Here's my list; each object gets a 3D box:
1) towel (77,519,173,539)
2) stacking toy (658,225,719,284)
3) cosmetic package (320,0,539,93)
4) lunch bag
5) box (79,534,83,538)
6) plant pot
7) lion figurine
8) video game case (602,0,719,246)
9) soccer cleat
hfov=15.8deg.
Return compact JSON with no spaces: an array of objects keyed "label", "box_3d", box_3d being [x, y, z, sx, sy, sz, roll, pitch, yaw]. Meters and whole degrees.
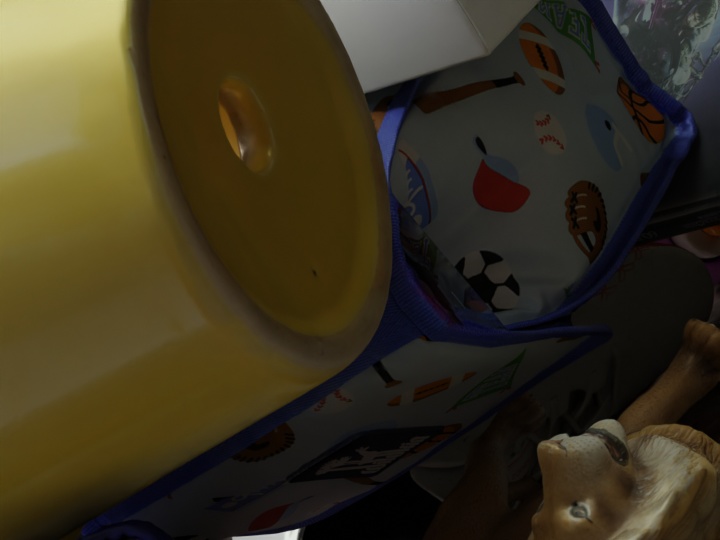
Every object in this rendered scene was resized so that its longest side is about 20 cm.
[{"label":"towel","box_3d":[-0.100,0.132,0.751,0.147,0.050,0.200,-34,-8,-2]},{"label":"stacking toy","box_3d":[0.123,-0.032,1.053,0.116,0.111,0.200,-25,17,-27]},{"label":"cosmetic package","box_3d":[0.001,-0.107,0.827,0.199,0.052,0.151,-13,25,49]},{"label":"lunch bag","box_3d":[0.000,0.000,0.843,0.170,0.124,0.200,-34,12,35]},{"label":"box","box_3d":[-0.200,0.142,1.077,0.114,0.133,0.200,-30,11,24]},{"label":"plant pot","box_3d":[-0.101,-0.010,0.711,0.188,0.202,0.201,-19,15,26]},{"label":"lion figurine","box_3d":[0.063,0.081,0.788,0.123,0.072,0.200,-47,1,-28]},{"label":"video game case","box_3d":[0.089,-0.072,0.940,0.199,0.019,0.144,-15,57,45]},{"label":"soccer cleat","box_3d":[0.045,0.059,0.933,0.199,0.069,0.085,-28,30,0]}]
